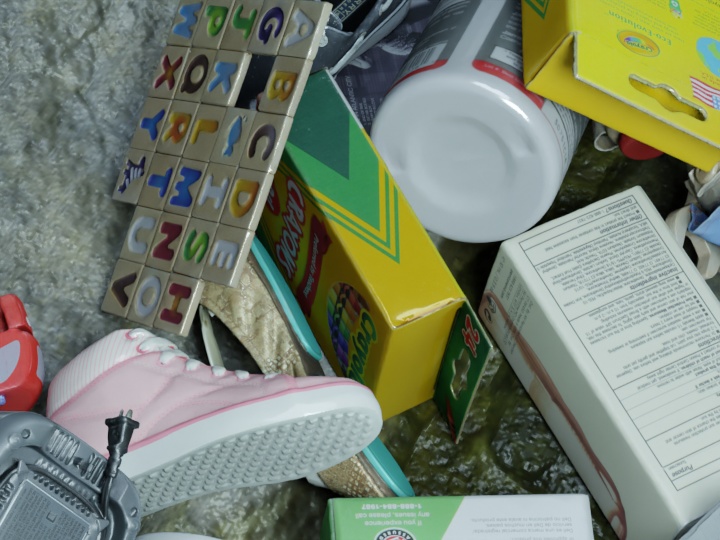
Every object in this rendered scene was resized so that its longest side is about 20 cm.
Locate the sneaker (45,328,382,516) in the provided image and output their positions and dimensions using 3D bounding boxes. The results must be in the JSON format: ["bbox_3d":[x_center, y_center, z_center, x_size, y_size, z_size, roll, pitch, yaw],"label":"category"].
[{"bbox_3d":[-0.089,0.069,1.275,0.200,0.075,0.105,-17,58,15],"label":"sneaker"}]

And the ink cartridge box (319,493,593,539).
[{"bbox_3d":[0.056,0.226,1.228,0.146,0.084,0.200,0,60,-7],"label":"ink cartridge box"}]

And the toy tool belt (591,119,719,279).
[{"bbox_3d":[0.241,-0.043,1.386,0.199,0.125,0.123,10,60,-20],"label":"toy tool belt"}]

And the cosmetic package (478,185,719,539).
[{"bbox_3d":[0.164,0.065,1.336,0.103,0.087,0.200,-21,64,-20],"label":"cosmetic package"}]

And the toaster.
[{"bbox_3d":[-0.204,0.148,1.188,0.114,0.129,0.200,40,67,-33],"label":"toaster"}]

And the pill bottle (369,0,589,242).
[{"bbox_3d":[0.087,-0.116,1.374,0.114,0.114,0.200,23,40,5],"label":"pill bottle"}]

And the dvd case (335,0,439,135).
[{"bbox_3d":[0.023,-0.147,1.481,0.199,0.016,0.149,-6,62,-12],"label":"dvd case"}]

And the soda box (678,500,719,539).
[{"bbox_3d":[0.265,0.145,1.279,0.200,0.063,0.068,-13,61,-40],"label":"soda box"}]

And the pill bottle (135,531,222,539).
[{"bbox_3d":[-0.100,0.244,1.179,0.113,0.114,0.200,12,59,-1],"label":"pill bottle"}]

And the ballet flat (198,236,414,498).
[{"bbox_3d":[-0.042,0.072,1.327,0.065,0.071,0.200,-34,64,5],"label":"ballet flat"}]

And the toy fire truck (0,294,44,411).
[{"bbox_3d":[-0.262,0.101,1.277,0.200,0.049,0.141,-15,64,-17],"label":"toy fire truck"}]

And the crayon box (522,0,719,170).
[{"bbox_3d":[0.156,-0.140,1.309,0.127,0.051,0.200,24,42,-20],"label":"crayon box"}]

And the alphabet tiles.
[{"bbox_3d":[-0.094,-0.064,1.329,0.008,0.167,0.200,22,85,-34],"label":"alphabet tiles"}]

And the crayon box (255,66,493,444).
[{"bbox_3d":[0.000,0.000,1.327,0.051,0.127,0.200,-22,65,-19],"label":"crayon box"}]

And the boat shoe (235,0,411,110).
[{"bbox_3d":[-0.035,-0.142,1.420,0.072,0.068,0.200,40,64,14],"label":"boat shoe"}]
